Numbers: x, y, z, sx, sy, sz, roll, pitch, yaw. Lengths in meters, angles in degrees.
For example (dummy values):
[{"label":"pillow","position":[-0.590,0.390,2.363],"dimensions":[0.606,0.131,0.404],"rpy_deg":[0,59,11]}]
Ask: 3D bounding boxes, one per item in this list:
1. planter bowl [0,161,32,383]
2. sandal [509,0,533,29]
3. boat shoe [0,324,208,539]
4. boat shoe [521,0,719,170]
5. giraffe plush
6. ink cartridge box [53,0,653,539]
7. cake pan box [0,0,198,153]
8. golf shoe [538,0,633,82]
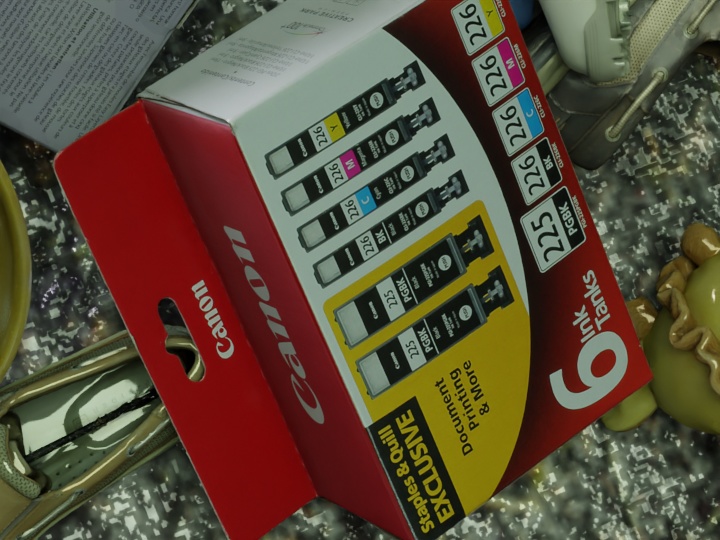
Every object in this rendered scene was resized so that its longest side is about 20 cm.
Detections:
[{"label":"planter bowl","position":[-0.226,-0.020,1.005],"dimensions":[0.199,0.084,0.202],"rpy_deg":[0,116,0]},{"label":"sandal","position":[0.038,-0.126,1.085],"dimensions":[0.087,0.079,0.201],"rpy_deg":[27,80,-8]},{"label":"boat shoe","position":[-0.148,0.081,1.023],"dimensions":[0.200,0.076,0.072],"rpy_deg":[-37,88,-12]},{"label":"boat shoe","position":[0.145,-0.123,1.108],"dimensions":[0.200,0.074,0.073],"rpy_deg":[-43,99,-3]},{"label":"giraffe plush","position":[0.183,0.062,1.050],"dimensions":[0.172,0.200,0.162],"rpy_deg":[-40,56,-2]},{"label":"ink cartridge box","position":[0.000,0.000,1.000],"dimensions":[0.175,0.084,0.201],"rpy_deg":[-34,116,-21]},{"label":"cake pan box","position":[-0.134,-0.157,0.996],"dimensions":[0.184,0.052,0.201],"rpy_deg":[26,103,-40]},{"label":"golf shoe","position":[0.053,-0.166,1.038],"dimensions":[0.097,0.078,0.201],"rpy_deg":[-18,87,10]}]
